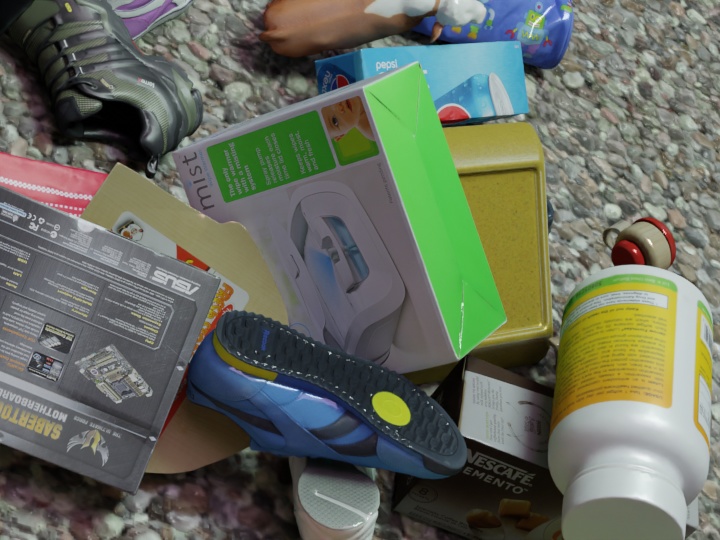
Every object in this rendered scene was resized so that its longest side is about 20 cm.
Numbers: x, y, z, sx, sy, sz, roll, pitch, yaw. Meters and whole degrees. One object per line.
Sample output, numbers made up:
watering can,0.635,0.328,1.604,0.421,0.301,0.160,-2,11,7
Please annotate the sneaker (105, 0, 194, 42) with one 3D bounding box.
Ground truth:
sneaker,-0.166,-0.268,1.485,0.072,0.115,0.201,31,42,-2

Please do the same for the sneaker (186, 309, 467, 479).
sneaker,-0.025,0.100,1.204,0.199,0.079,0.066,25,33,-6

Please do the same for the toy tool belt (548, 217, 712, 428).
toy tool belt,0.209,0.071,1.392,0.122,0.124,0.202,-26,113,-33

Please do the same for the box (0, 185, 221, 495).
box,-0.213,0.041,1.172,0.199,0.048,0.160,22,84,-10

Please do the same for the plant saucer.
plant saucer,0.082,-0.012,1.383,0.199,0.048,0.202,-8,97,-36

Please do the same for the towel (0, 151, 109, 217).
towel,-0.242,-0.004,1.278,0.143,0.023,0.201,12,48,-22

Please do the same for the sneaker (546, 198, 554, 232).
sneaker,0.077,-0.070,1.487,0.199,0.081,0.074,25,44,-10

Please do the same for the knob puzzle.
knob puzzle,-0.137,0.053,1.228,0.217,0.030,0.222,1,86,-12

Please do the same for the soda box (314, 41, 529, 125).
soda box,0.057,-0.160,1.538,0.199,0.064,0.069,-9,92,-41

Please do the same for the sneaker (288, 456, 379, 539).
sneaker,-0.023,0.152,1.251,0.070,0.081,0.201,3,28,-1

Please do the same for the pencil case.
pencil case,0.109,-0.255,1.664,0.198,0.087,0.078,14,24,-23

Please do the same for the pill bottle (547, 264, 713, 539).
pill bottle,0.188,0.103,1.222,0.110,0.111,0.201,24,45,-12

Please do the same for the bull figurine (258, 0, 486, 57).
bull figurine,0.008,-0.230,1.532,0.198,0.066,0.122,-8,15,0

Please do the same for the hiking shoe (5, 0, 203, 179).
hiking shoe,-0.220,-0.158,1.383,0.199,0.076,0.101,35,40,-2

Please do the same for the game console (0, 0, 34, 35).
game console,-0.375,-0.228,1.318,0.175,0.117,0.201,-21,66,-42

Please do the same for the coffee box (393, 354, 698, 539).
coffee box,0.138,0.155,1.309,0.199,0.115,0.080,23,45,-14

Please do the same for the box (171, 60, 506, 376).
box,-0.015,-0.025,1.263,0.097,0.175,0.202,-31,105,-58
